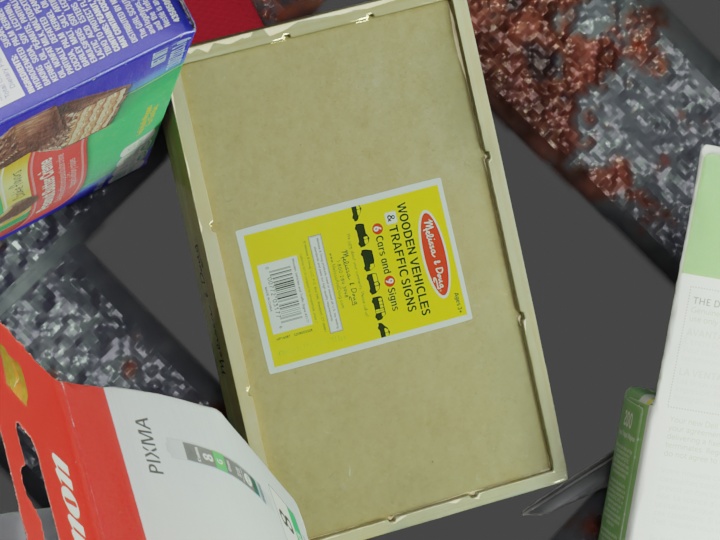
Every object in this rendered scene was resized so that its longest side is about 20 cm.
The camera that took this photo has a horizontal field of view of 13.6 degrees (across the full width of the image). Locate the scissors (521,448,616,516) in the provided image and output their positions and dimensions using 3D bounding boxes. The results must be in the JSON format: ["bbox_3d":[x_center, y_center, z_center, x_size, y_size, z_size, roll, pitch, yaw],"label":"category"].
[{"bbox_3d":[0.151,0.047,1.223,0.199,0.014,0.074,-11,83,-13],"label":"scissors"}]

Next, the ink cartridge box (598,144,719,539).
[{"bbox_3d":[0.175,0.061,1.178,0.144,0.048,0.202,9,93,-10],"label":"ink cartridge box"}]

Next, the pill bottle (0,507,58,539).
[{"bbox_3d":[-0.107,0.189,1.083,0.112,0.112,0.202,-5,80,-13],"label":"pill bottle"}]

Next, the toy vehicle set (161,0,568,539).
[{"bbox_3d":[0.000,0.000,1.167,0.123,0.026,0.201,-14,96,-15],"label":"toy vehicle set"}]

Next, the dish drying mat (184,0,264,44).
[{"bbox_3d":[-0.106,-0.165,1.195,0.077,0.018,0.201,-22,83,-47],"label":"dish drying mat"}]

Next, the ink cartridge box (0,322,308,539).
[{"bbox_3d":[-0.056,0.104,1.022,0.050,0.200,0.162,-25,52,6],"label":"ink cartridge box"}]

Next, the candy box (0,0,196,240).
[{"bbox_3d":[-0.169,-0.047,1.092,0.199,0.169,0.077,-27,81,-16],"label":"candy box"}]
